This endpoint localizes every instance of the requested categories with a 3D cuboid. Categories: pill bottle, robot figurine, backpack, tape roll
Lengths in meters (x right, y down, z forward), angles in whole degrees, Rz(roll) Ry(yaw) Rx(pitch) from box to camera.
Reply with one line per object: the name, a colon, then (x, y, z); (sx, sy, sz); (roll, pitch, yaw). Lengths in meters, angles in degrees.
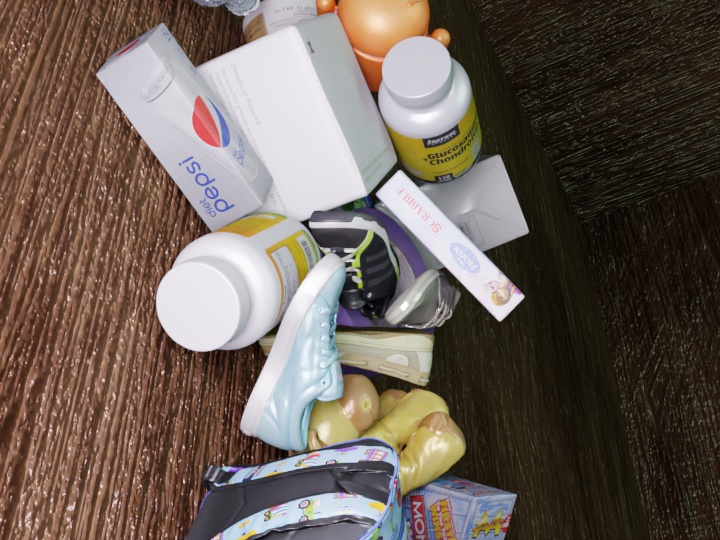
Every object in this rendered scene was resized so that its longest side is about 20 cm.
pill bottle: (-0.118, 0.012, 1.051); (0.112, 0.110, 0.200); (68, 19, -5)
robot figurine: (0.027, -0.297, 1.340); (0.144, 0.116, 0.200); (55, -11, 10)
backpack: (-0.045, 0.232, 0.895); (0.135, 0.199, 0.183); (63, 19, -19)
pill bottle: (-0.080, -0.247, 1.411); (0.114, 0.114, 0.201); (24, 49, -64)
tape roll: (0.001, 0.031, 1.327); (0.200, 0.085, 0.201); (28, 53, -43)
pill bottle: (0.083, -0.193, 1.310); (0.200, 0.111, 0.113); (59, 17, -65)

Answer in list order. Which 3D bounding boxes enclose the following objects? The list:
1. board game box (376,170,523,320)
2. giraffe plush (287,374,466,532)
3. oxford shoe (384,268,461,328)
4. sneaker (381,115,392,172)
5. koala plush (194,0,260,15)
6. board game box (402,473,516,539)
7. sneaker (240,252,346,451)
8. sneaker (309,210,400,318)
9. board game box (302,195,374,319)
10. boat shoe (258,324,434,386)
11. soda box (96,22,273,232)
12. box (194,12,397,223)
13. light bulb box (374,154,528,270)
board game box: (0.109, -0.028, 1.294); (0.200, 0.041, 0.200); (46, 5, 4)
giraffe plush: (-0.010, 0.180, 1.170); (0.162, 0.172, 0.201); (47, 62, -26)
oxford shoe: (0.078, 0.038, 1.252); (0.058, 0.075, 0.200); (50, 13, 7)
sneaker: (-0.011, -0.194, 1.537); (0.200, 0.120, 0.084); (50, 27, -44)
koala plush: (-0.177, -0.399, 1.247); (0.177, 0.183, 0.202); (3, 80, -69)
board game box: (0.090, 0.305, 1.187); (0.061, 0.199, 0.202); (2, 76, -34)
sneaker: (-0.043, 0.084, 1.059); (0.082, 0.201, 0.074); (25, 13, 8)
sneaker: (0.000, 0.000, 1.176); (0.200, 0.071, 0.083); (45, 50, -59)
board game box: (-0.002, -0.004, 1.490); (0.201, 0.041, 0.199); (70, 20, 1)
boat shoe: (-0.015, 0.094, 1.192); (0.073, 0.199, 0.064); (-167, -100, -68)
soda box: (-0.173, -0.142, 1.091); (0.201, 0.068, 0.064); (56, 22, -22)
box: (-0.083, -0.165, 1.229); (0.201, 0.170, 0.199); (65, 18, -10)
light bulb box: (0.130, -0.084, 1.633); (0.200, 0.197, 0.126); (-82, 150, -84)
